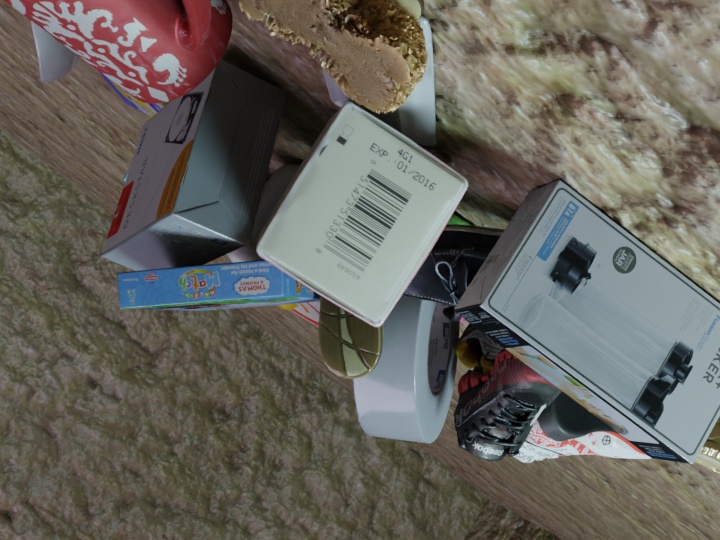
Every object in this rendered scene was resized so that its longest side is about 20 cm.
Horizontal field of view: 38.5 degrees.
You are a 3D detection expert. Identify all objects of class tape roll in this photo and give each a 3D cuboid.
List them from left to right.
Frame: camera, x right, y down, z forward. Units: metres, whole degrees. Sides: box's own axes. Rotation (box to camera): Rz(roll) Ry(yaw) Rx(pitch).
[{"bbox_3d":[0.052,0.075,1.071,0.066,0.201,0.200,3,159,18],"label":"tape roll"}]

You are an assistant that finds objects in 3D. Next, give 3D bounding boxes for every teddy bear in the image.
[{"bbox_3d":[-0.035,-0.183,0.611,0.200,0.067,0.145,33,151,12],"label":"teddy bear"}]

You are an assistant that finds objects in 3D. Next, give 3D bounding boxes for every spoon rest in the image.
[{"bbox_3d":[-0.308,-0.256,1.055,0.060,0.100,0.200,15,167,-21],"label":"spoon rest"}]

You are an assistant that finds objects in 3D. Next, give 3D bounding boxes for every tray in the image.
[{"bbox_3d":[0.004,-0.147,0.743,0.107,0.022,0.200,33,169,13],"label":"tray"}]

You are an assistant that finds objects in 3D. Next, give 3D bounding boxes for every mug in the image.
[{"bbox_3d":[-0.183,-0.205,0.735,0.178,0.133,0.200,53,-173,38],"label":"mug"}]

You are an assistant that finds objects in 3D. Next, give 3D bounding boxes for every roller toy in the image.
[{"bbox_3d":[-0.054,-0.018,1.166,0.182,0.140,0.200,24,165,41],"label":"roller toy"}]

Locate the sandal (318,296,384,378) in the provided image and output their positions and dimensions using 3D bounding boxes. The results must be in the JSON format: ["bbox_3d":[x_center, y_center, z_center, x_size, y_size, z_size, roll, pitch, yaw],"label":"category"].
[{"bbox_3d":[0.000,0.000,0.973,0.080,0.201,0.054,5,-176,16],"label":"sandal"}]

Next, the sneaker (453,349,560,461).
[{"bbox_3d":[0.141,0.129,0.980,0.071,0.098,0.200,21,156,-9],"label":"sneaker"}]

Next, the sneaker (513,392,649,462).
[{"bbox_3d":[0.236,0.170,1.104,0.201,0.068,0.108,13,154,-34],"label":"sneaker"}]

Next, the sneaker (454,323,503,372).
[{"bbox_3d":[0.175,0.092,1.075,0.078,0.082,0.200,55,160,-23],"label":"sneaker"}]

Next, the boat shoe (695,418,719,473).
[{"bbox_3d":[0.306,0.141,0.952,0.200,0.074,0.069,34,164,1],"label":"boat shoe"}]

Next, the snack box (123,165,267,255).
[{"bbox_3d":[-0.180,-0.096,1.279,0.200,0.116,0.037,36,135,-10],"label":"snack box"}]

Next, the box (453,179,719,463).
[{"bbox_3d":[0.185,0.039,0.767,0.200,0.117,0.060,37,167,-8],"label":"box"}]

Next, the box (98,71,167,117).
[{"bbox_3d":[-0.196,-0.185,1.117,0.199,0.048,0.117,28,168,24],"label":"box"}]

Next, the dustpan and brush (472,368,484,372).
[{"bbox_3d":[0.185,0.115,1.185,0.200,0.139,0.058,-82,-20,-68],"label":"dustpan and brush"}]

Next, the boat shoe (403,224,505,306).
[{"bbox_3d":[0.096,0.005,0.865,0.199,0.062,0.075,0,129,40],"label":"boat shoe"}]

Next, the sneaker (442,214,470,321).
[{"bbox_3d":[0.122,0.024,0.964,0.199,0.084,0.077,33,170,10],"label":"sneaker"}]

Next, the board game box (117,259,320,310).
[{"bbox_3d":[-0.118,0.016,0.979,0.150,0.037,0.200,-5,177,12],"label":"board game box"}]

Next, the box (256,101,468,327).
[{"bbox_3d":[-0.005,-0.047,0.818,0.109,0.128,0.200,32,-177,-6],"label":"box"}]

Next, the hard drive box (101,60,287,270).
[{"bbox_3d":[-0.162,-0.087,0.987,0.077,0.157,0.200,22,158,-25],"label":"hard drive box"}]
